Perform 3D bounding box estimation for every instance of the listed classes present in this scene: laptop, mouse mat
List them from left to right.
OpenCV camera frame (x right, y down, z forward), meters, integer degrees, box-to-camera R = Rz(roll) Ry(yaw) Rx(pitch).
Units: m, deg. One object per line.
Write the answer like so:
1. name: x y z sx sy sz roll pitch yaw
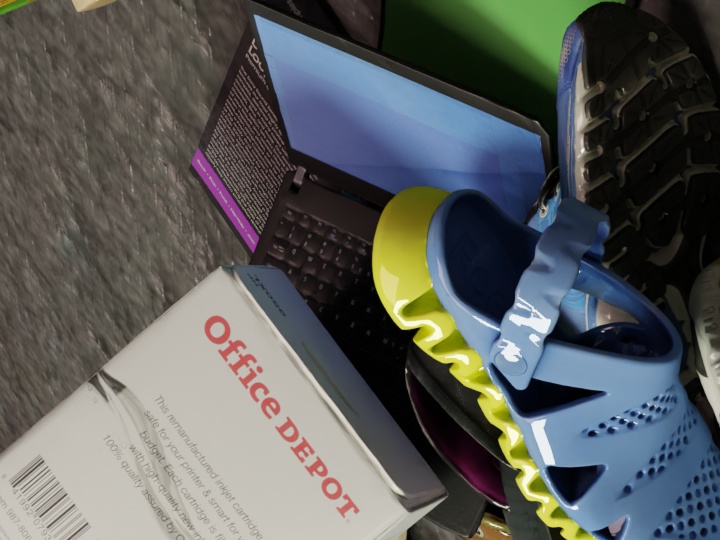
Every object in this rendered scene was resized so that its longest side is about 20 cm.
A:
1. laptop: 0.000 0.000 1.064 0.177 0.103 0.200 26 96 30
2. mouse mat: 0.061 -0.112 1.012 0.161 0.008 0.200 48 153 29

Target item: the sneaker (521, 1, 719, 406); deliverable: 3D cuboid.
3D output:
1. sneaker: 0.099 -0.025 0.938 0.089 0.078 0.200 35 145 42

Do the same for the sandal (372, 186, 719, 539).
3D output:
1. sandal: 0.092 0.042 0.874 0.087 0.080 0.200 -18 125 44

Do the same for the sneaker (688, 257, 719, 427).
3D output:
1. sneaker: 0.181 0.089 0.894 0.200 0.076 0.088 60 156 6

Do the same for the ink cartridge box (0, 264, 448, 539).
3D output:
1. ink cartridge box: -0.081 0.113 1.060 0.145 0.200 0.084 52 -167 10

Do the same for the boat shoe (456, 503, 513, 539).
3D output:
1. boat shoe: 0.024 0.073 1.160 0.200 0.072 0.068 35 173 18

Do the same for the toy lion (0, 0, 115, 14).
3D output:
1. toy lion: -0.188 -0.165 1.229 0.069 0.192 0.200 66 157 -7

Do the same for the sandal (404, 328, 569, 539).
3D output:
1. sandal: 0.053 0.068 0.956 0.075 0.048 0.201 95 159 -59

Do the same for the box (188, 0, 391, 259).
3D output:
1. box: -0.026 -0.048 1.218 0.143 0.036 0.200 55 156 11

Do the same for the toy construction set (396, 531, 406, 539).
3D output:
1. toy construction set: 0.029 0.195 1.309 0.200 0.092 0.131 -127 24 -47
